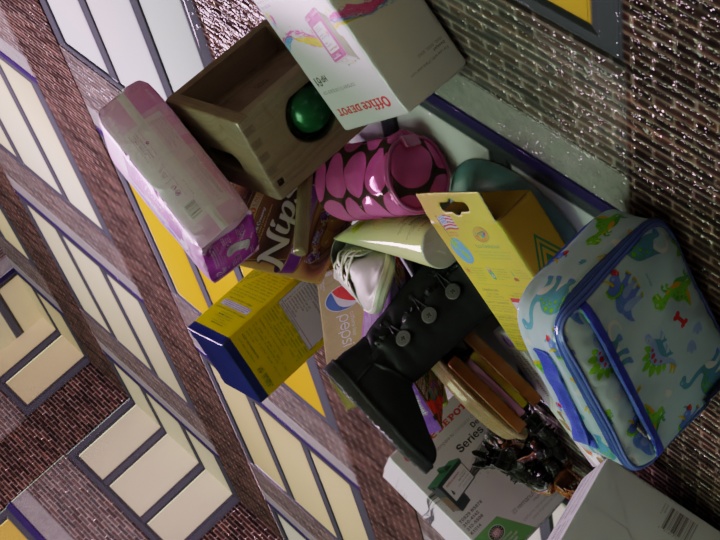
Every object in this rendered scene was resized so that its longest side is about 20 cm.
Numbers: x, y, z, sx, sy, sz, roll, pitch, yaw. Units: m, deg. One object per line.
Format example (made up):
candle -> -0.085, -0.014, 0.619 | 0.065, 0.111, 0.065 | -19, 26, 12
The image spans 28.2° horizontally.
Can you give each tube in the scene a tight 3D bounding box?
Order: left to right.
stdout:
tube -> 0.041, -0.042, 1.569 | 0.058, 0.052, 0.200 | 9, -175, -27

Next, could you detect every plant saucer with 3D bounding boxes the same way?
plant saucer -> 0.158, -0.025, 1.448 | 0.200, 0.027, 0.201 | 43, 160, 19

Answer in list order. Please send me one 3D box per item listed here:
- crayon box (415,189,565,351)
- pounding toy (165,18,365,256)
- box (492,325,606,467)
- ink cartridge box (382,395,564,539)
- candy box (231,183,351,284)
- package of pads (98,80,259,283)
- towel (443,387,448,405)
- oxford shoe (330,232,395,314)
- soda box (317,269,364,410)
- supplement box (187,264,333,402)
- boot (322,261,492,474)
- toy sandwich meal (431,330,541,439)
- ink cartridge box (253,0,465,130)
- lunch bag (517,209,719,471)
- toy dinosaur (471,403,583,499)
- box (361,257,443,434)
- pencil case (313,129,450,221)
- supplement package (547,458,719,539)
crayon box -> 0.149, -0.009, 1.378 | 0.201, 0.051, 0.127 | 55, 160, -18
pounding toy -> -0.080, -0.145, 1.496 | 0.199, 0.184, 0.143 | 22, 149, 52
box -> 0.224, 0.132, 1.583 | 0.201, 0.041, 0.039 | 52, 160, -12
ink cartridge box -> 0.147, 0.276, 1.865 | 0.200, 0.146, 0.084 | 43, 159, 14
candy box -> -0.094, -0.058, 1.660 | 0.056, 0.117, 0.199 | 34, -168, 35
package of pads -> -0.192, -0.093, 1.510 | 0.200, 0.075, 0.121 | 50, 169, 16
towel -> 0.054, 0.097, 1.773 | 0.200, 0.018, 0.087 | 44, -152, -51
oxford shoe -> 0.000, 0.000, 1.635 | 0.057, 0.076, 0.200 | 19, -170, -13
soda box -> -0.007, 0.078, 1.792 | 0.201, 0.067, 0.064 | -98, -15, -52
supplement box -> -0.115, 0.064, 1.950 | 0.109, 0.200, 0.109 | 19, 146, 55
boot -> 0.082, 0.091, 1.527 | 0.165, 0.200, 0.066 | 45, 175, 20
toy sandwich meal -> 0.139, 0.110, 1.634 | 0.205, 0.070, 0.205 | 45, -171, -8
ink cartridge box -> -0.013, -0.237, 1.326 | 0.201, 0.085, 0.144 | 52, 161, -14
lunch bag -> 0.231, 0.064, 1.251 | 0.082, 0.161, 0.201 | 20, 145, 55
toy dinosaur -> 0.219, 0.228, 1.746 | 0.199, 0.103, 0.136 | -1, 145, 43
box -> 0.053, 0.085, 1.690 | 0.137, 0.039, 0.201 | 57, -160, -26
pencil case -> 0.019, -0.102, 1.526 | 0.200, 0.090, 0.095 | 0, 93, 63
supplement package -> 0.303, 0.332, 1.563 | 0.199, 0.156, 0.111 | 33, 159, 5
